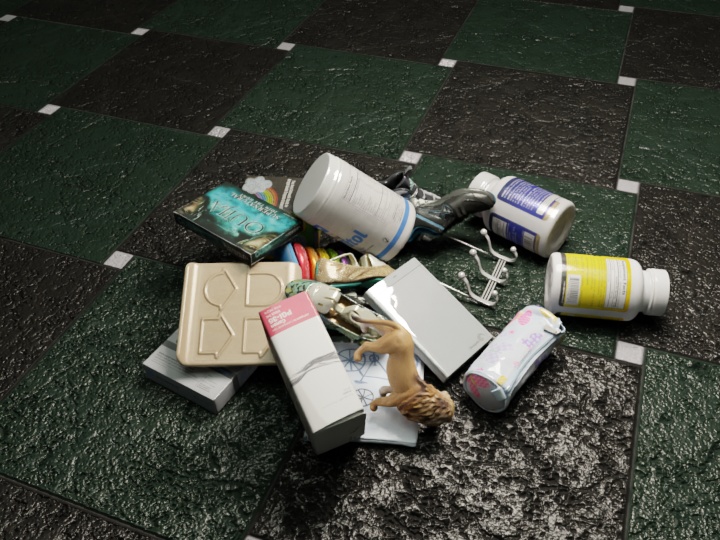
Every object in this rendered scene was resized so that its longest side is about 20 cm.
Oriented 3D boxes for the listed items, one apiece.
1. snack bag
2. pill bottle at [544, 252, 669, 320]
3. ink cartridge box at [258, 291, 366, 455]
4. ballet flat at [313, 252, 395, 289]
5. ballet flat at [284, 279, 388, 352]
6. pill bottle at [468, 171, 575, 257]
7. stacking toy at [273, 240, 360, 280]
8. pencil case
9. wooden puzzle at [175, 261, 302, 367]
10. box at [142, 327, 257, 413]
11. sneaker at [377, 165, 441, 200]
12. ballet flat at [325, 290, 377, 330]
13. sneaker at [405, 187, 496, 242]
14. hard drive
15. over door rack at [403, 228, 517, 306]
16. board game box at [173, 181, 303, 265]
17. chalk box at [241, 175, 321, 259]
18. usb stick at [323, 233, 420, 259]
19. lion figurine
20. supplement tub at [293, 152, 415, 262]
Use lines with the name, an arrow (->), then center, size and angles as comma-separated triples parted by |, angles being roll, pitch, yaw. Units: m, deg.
snack bag -> 0.012, 0.200, 1.145 | 0.187, 0.022, 0.201 | 2, 46, 5
pill bottle -> 0.434, 0.031, 1.246 | 0.198, 0.112, 0.112 | 6, 43, 8
ink cartridge box -> -0.071, 0.155, 1.042 | 0.082, 0.147, 0.201 | -23, 66, -12
ballet flat -> 0.000, 0.000, 1.275 | 0.199, 0.070, 0.066 | 0, 76, -43
ballet flat -> -0.030, 0.064, 1.164 | 0.199, 0.074, 0.074 | 29, 45, -5
pill bottle -> 0.315, -0.120, 1.408 | 0.199, 0.120, 0.119 | 31, 52, 30
stacking toy -> -0.058, -0.002, 1.321 | 0.198, 0.117, 0.110 | -5, 42, -20
pencil case -> 0.254, 0.143, 1.149 | 0.090, 0.084, 0.200 | 11, 40, 46
wooden puzzle -> -0.200, 0.076, 1.182 | 0.198, 0.046, 0.187 | 1, 63, -4
box -> -0.248, 0.135, 1.211 | 0.155, 0.041, 0.200 | 22, 46, 23
sneaker -> 0.113, -0.156, 1.438 | 0.198, 0.141, 0.078 | -6, 42, -4
ballet flat -> 0.006, 0.074, 1.256 | 0.198, 0.068, 0.069 | 7, 32, -5
sneaker -> 0.168, -0.106, 1.372 | 0.198, 0.073, 0.083 | -11, 70, 15
hard drive -> 0.117, 0.081, 1.211 | 0.132, 0.027, 0.200 | -33, 72, -34
over door rack -> 0.187, -0.021, 1.344 | 0.199, 0.067, 0.148 | 17, 45, 19
board game box -> -0.221, -0.089, 1.272 | 0.199, 0.028, 0.135 | 27, 45, 27
chalk box -> -0.139, -0.103, 1.406 | 0.198, 0.125, 0.125 | 4, 42, 5
usb stick -> 0.024, -0.057, 1.402 | 0.199, 0.033, 0.056 | -20, 64, -14
lion figurine -> 0.063, 0.149, 1.071 | 0.122, 0.201, 0.072 | -13, 15, 34
supplement tub -> -0.010, -0.113, 1.298 | 0.199, 0.132, 0.133 | 28, 37, -22
